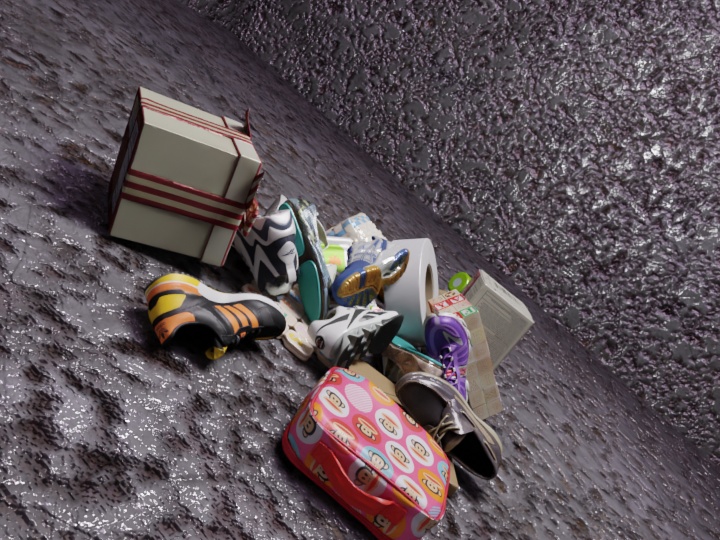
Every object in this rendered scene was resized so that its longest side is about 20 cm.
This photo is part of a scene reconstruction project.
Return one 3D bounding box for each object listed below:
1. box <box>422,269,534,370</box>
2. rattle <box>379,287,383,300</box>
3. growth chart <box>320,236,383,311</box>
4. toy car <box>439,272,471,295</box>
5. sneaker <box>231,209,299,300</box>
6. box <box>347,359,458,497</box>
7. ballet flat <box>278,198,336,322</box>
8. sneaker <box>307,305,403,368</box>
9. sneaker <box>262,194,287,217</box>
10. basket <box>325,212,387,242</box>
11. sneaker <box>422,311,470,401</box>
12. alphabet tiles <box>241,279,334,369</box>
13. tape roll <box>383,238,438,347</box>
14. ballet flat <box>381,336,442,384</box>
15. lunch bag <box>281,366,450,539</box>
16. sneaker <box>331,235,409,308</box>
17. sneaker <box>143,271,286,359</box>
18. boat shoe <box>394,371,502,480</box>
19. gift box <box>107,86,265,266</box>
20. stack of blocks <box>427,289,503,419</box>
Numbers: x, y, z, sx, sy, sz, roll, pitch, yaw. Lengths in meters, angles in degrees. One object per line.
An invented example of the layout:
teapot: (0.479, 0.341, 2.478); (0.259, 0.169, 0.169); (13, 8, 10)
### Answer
box: (0.228, 0.124, 1.219); (0.127, 0.202, 0.109); (36, 15, -6)
rattle: (-0.033, -0.008, 1.305); (0.196, 0.148, 0.128); (0, 5, -42)
growth chart: (-0.036, 0.020, 1.037); (0.141, 0.018, 0.204); (-4, 59, -30)
toy car: (0.199, 0.075, 1.418); (0.164, 0.159, 0.200); (42, -1, -35)
sneaker: (-0.156, -0.017, 0.956); (0.078, 0.196, 0.133); (-20, 100, -42)
box: (0.053, 0.217, 0.890); (0.198, 0.021, 0.164); (38, 16, -13)
ballet flat: (-0.072, -0.019, 0.974); (0.074, 0.073, 0.206); (-6, 80, -68)
sneaker: (-0.004, 0.083, 0.938); (0.088, 0.075, 0.198); (35, 20, 25)
sneaker: (-0.130, -0.069, 1.092); (0.104, 0.076, 0.200); (40, -9, -10)
basket: (0.008, -0.001, 1.188); (0.202, 0.138, 0.176); (55, 16, 2)
sneaker: (0.146, 0.165, 1.001); (0.084, 0.078, 0.205); (-70, 150, -66)
alphabet tiles: (-0.093, 0.076, 0.964); (0.194, 0.015, 0.200); (40, 16, 2)
tape roll: (0.100, 0.044, 1.162); (0.069, 0.209, 0.202); (-2, 7, 16)
ballet flat: (0.069, 0.154, 1.002); (0.067, 0.069, 0.200); (25, -1, -15)
lunch bag: (0.010, 0.214, 0.698); (0.199, 0.082, 0.176); (40, 16, 1)
sneaker: (0.000, 0.000, 1.013); (0.087, 0.077, 0.199); (29, 31, 23)
sneaker: (-0.166, 0.073, 0.736); (0.198, 0.070, 0.092); (23, 37, -45)
boat shoe: (0.133, 0.224, 0.884); (0.198, 0.075, 0.074); (38, 15, -7)
gift box: (-0.232, -0.137, 0.852); (0.183, 0.203, 0.186); (16, 28, -31)
stack of blocks: (0.188, 0.152, 1.104); (0.115, 0.057, 0.205); (-127, -162, -70)
